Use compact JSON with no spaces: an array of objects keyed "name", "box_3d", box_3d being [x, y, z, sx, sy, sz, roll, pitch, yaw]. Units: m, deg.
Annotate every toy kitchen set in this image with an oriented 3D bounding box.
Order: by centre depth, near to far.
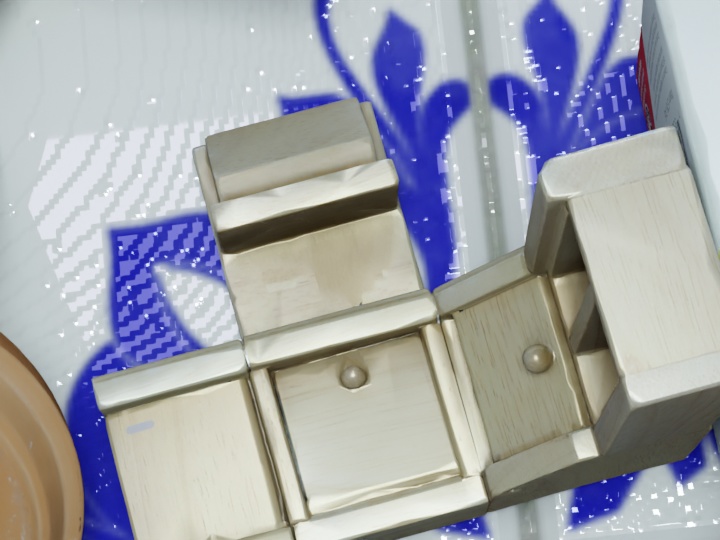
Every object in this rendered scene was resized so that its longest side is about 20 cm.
[{"name":"toy kitchen set","box_3d":[0.000,0.000,0.723,0.200,0.180,0.163,-15,77,-2]}]

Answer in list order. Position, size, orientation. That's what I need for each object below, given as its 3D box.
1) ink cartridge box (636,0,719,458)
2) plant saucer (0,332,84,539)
[{"name":"ink cartridge box","box_3d":[0.183,-0.006,0.726,0.145,0.145,0.200,-11,79,3]},{"name":"plant saucer","box_3d":[-0.190,0.095,0.731,0.200,0.200,0.032,-35,35,-2]}]
